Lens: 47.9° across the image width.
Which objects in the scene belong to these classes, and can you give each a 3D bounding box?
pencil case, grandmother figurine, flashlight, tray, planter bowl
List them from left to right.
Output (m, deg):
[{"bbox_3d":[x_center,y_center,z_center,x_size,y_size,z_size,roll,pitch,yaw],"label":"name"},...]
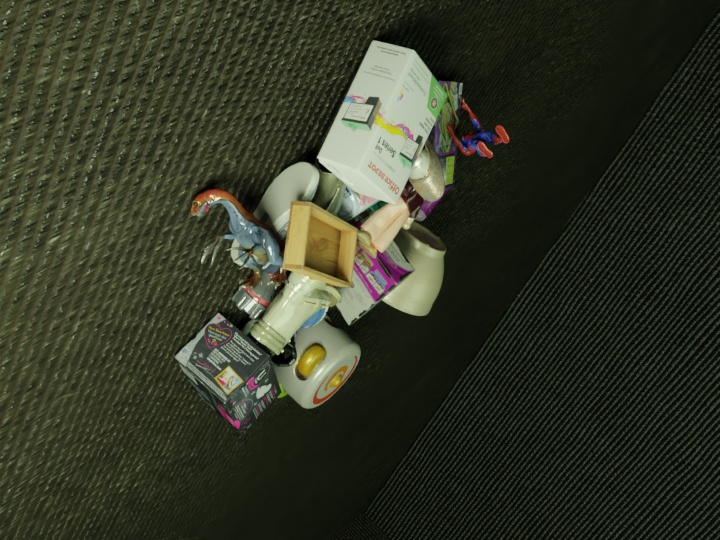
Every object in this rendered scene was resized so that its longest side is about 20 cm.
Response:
[{"bbox_3d":[-0.137,-0.009,1.393,0.200,0.068,0.068,-50,158,6],"label":"flashlight"},{"bbox_3d":[-0.059,-0.037,1.265,0.200,0.037,0.100,24,72,-69],"label":"tray"},{"bbox_3d":[0.019,-0.166,1.419,0.199,0.091,0.083,-34,178,-35],"label":"pencil case"},{"bbox_3d":[0.075,-0.112,1.409,0.200,0.060,0.121,-47,157,-10],"label":"grandmother figurine"},{"bbox_3d":[0.094,-0.022,1.663,0.135,0.200,0.200,-56,159,20],"label":"planter bowl"}]

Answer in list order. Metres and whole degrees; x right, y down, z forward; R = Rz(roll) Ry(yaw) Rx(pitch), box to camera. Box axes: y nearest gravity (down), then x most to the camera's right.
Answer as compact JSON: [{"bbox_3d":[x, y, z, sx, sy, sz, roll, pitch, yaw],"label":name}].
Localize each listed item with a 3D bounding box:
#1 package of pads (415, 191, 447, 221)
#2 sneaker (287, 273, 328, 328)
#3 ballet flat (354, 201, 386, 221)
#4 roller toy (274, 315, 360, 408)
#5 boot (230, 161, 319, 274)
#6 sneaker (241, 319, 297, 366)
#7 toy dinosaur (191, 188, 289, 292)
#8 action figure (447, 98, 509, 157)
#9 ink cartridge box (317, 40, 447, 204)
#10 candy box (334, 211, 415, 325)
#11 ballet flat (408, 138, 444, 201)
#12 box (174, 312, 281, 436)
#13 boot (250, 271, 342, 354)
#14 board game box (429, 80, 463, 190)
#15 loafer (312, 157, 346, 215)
[{"bbox_3d":[0.108,-0.174,1.608,0.121,0.076,0.200,-49,161,7],"label":"package of pads"},{"bbox_3d":[-0.109,0.034,1.539,0.089,0.078,0.201,-25,142,-35],"label":"sneaker"},{"bbox_3d":[0.015,-0.112,1.546,0.063,0.068,0.200,-23,164,17],"label":"ballet flat"},{"bbox_3d":[-0.093,0.197,1.746,0.182,0.140,0.201,-32,154,-42],"label":"roller toy"},{"bbox_3d":[-0.115,-0.081,1.280,0.200,0.073,0.090,-47,144,18],"label":"boot"},{"bbox_3d":[-0.158,0.147,1.572,0.070,0.099,0.200,-52,164,8],"label":"sneaker"},{"bbox_3d":[-0.171,-0.055,1.180,0.201,0.104,0.183,-58,141,-49],"label":"toy dinosaur"},{"bbox_3d":[0.199,-0.255,1.461,0.065,0.099,0.200,-39,-172,1],"label":"action figure"},{"bbox_3d":[0.037,-0.223,1.245,0.145,0.083,0.202,32,82,-59],"label":"ink cartridge box"},{"bbox_3d":[0.000,0.000,1.519,0.061,0.137,0.200,-33,174,-37],"label":"candy box"},{"bbox_3d":[0.081,-0.208,1.348,0.068,0.202,0.067,-28,165,32],"label":"ballet flat"},{"bbox_3d":[-0.231,0.186,1.446,0.115,0.132,0.201,-46,161,-20],"label":"box"},{"bbox_3d":[-0.112,0.073,1.408,0.155,0.072,0.200,-54,164,-2],"label":"boot"},{"bbox_3d":[0.149,-0.247,1.493,0.120,0.032,0.203,-25,122,-64],"label":"board game box"},{"bbox_3d":[-0.058,-0.152,1.310,0.201,0.075,0.069,-62,153,7],"label":"loafer"}]
